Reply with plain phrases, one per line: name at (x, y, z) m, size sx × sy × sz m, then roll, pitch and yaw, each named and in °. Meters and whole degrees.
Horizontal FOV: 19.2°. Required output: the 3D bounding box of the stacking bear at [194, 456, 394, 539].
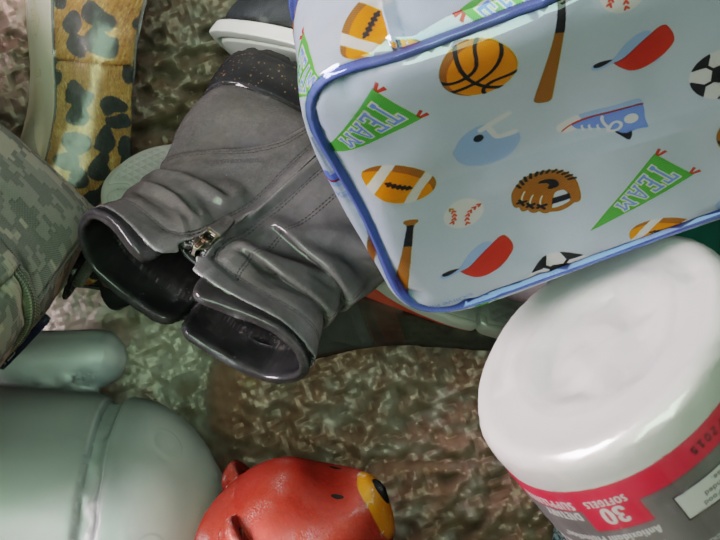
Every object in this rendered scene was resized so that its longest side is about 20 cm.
stacking bear at (0.012, 0.158, 0.851) m, size 0.113 × 0.122 × 0.200 m, roll -34°, pitch 106°, yaw 16°

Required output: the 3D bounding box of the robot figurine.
robot figurine at (-0.141, 0.106, 0.889) m, size 0.198 × 0.113 × 0.171 m, roll 5°, pitch 77°, yaw 4°

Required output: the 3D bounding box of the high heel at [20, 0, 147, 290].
high heel at (-0.093, -0.094, 0.929) m, size 0.200 × 0.071 × 0.143 m, roll -41°, pitch 111°, yaw -11°

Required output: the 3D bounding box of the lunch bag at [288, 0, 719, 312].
lunch bag at (0.075, -0.066, 0.736) m, size 0.198 × 0.161 × 0.076 m, roll -18°, pitch 50°, yaw 10°

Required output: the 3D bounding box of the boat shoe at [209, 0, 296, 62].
boat shoe at (0.022, -0.096, 0.874) m, size 0.199 × 0.076 × 0.061 m, roll 16°, pitch 78°, yaw 37°

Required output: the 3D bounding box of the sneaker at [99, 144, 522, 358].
sneaker at (-0.020, 0.004, 0.914) m, size 0.198 × 0.077 × 0.082 m, roll 15°, pitch 134°, yaw -10°

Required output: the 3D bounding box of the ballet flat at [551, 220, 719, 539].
ballet flat at (0.110, 0.036, 0.900) m, size 0.073 × 0.074 × 0.202 m, roll 6°, pitch 88°, yaw 4°

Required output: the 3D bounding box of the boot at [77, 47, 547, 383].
boot at (0.000, 0.000, 0.827) m, size 0.198 × 0.132 × 0.070 m, roll 21°, pitch 135°, yaw 12°

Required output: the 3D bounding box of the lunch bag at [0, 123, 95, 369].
lunch bag at (-0.205, -0.029, 0.810) m, size 0.200 × 0.168 × 0.139 m, roll 45°, pitch 128°, yaw -9°

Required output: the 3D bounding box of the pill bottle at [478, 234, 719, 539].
pill bottle at (0.140, 0.090, 0.812) m, size 0.111 × 0.111 × 0.200 m, roll -40°, pitch 120°, yaw 2°
